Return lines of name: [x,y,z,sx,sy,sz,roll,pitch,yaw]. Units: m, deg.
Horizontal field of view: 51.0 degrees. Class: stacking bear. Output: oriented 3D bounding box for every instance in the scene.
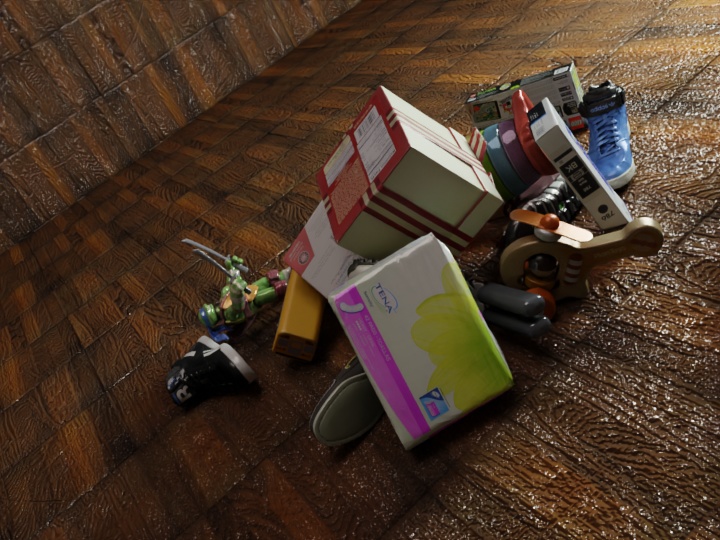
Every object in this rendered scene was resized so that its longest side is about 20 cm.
stacking bear: [0.177,-0.145,1.093,0.197,0.113,0.123,-28,42,27]

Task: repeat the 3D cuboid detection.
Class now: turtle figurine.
turtle figurine: [-0.189,0.006,1.272,0.189,0.205,0.144,-13,-10,-18]

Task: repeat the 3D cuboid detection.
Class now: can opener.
can opener: [0.155,0.050,0.944,0.066,0.055,0.199,-23,14,-17]

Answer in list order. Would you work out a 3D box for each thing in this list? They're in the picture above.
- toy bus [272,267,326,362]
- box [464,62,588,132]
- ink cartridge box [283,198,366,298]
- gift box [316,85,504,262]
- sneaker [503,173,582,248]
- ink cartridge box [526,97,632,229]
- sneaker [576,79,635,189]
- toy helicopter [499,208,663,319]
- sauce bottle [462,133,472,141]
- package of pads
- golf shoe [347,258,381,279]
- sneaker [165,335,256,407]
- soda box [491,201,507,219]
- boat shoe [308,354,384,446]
toy bus: [-0.087,0.043,1.169,0.063,0.079,0.203,14,48,-6]
box: [0.292,-0.279,1.327,0.196,0.111,0.035,-10,32,33]
ink cartridge box: [0.000,0.000,1.098,0.117,0.199,0.067,-53,-13,12]
gift box: [0.069,-0.117,1.001,0.185,0.184,0.203,-47,35,28]
sneaker: [0.241,-0.077,1.101,0.114,0.077,0.199,-6,27,50]
ink cartridge box: [0.292,-0.127,0.994,0.039,0.200,0.100,-36,22,23]
sneaker: [0.367,-0.212,1.139,0.075,0.113,0.202,-12,33,31]
toy helicopter: [0.262,-0.026,0.913,0.196,0.134,0.080,-17,29,23]
sauce bottle: [0.240,-0.199,1.295,0.066,0.067,0.199,-39,27,-18]
package of pads: [0.071,0.078,0.871,0.152,0.203,0.068,-29,-6,1]
golf shoe: [0.059,0.061,0.934,0.089,0.198,0.078,-54,-6,-25]
sneaker: [-0.239,0.172,1.168,0.112,0.074,0.199,-45,22,-20]
soda box: [0.164,-0.114,1.233,0.196,0.065,0.068,-14,32,28]
boat shoe: [0.005,0.145,0.963,0.200,0.073,0.060,-39,24,-30]
